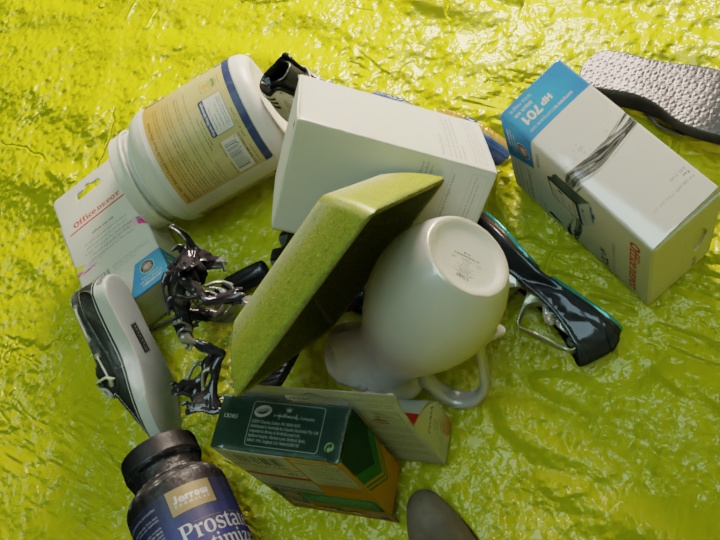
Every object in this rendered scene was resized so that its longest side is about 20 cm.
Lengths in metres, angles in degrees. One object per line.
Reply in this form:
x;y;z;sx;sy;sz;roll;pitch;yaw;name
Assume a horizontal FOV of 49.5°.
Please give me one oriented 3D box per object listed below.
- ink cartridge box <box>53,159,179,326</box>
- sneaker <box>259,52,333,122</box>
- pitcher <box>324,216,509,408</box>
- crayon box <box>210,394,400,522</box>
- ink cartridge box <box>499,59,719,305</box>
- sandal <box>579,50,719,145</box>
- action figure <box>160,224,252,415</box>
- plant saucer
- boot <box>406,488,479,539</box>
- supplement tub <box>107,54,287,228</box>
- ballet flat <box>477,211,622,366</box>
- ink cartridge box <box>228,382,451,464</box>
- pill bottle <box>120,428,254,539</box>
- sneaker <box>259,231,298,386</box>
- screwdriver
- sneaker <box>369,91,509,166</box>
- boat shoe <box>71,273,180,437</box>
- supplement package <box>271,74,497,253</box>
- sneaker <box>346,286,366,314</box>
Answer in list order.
-0.300;-0.031;0.985;0.114;0.068;0.202;-34;62;6;ink cartridge box
-0.035;-0.176;0.856;0.197;0.115;0.077;21;89;33;sneaker
0.074;0.053;0.725;0.168;0.201;0.123;23;49;-10;pitcher
-0.040;0.180;0.735;0.123;0.201;0.053;2;60;21;crayon box
0.237;-0.083;0.757;0.085;0.147;0.201;-39;61;0;ink cartridge box
0.326;-0.183;0.829;0.076;0.043;0.199;-47;52;-9;sandal
-0.169;0.050;0.870;0.118;0.100;0.206;1;95;64;action figure
-0.027;-0.006;0.674;0.048;0.199;0.201;41;114;8;plant saucer
0.075;0.278;0.678;0.069;0.146;0.202;-32;62;7;boot
-0.189;-0.152;0.947;0.197;0.145;0.147;-27;63;8;supplement tub
0.170;0.021;0.789;0.073;0.073;0.200;-45;64;-1;ballet flat
-0.012;0.128;0.738;0.158;0.201;0.051;1;60;21;ink cartridge box
-0.171;0.271;0.794;0.111;0.112;0.202;-35;62;4;pill bottle
-0.064;0.052;0.838;0.072;0.089;0.203;-7;50;28;sneaker
-0.195;0.038;0.949;0.197;0.028;0.029;-25;33;18;screwdriver
0.077;-0.136;0.891;0.197;0.075;0.090;21;88;34;sneaker
-0.270;0.109;0.888;0.067;0.074;0.203;-23;97;14;boat shoe
0.018;-0.097;0.781;0.195;0.119;0.118;13;33;-11;supplement package
0.000;0.000;0.855;0.086;0.080;0.201;-39;60;4;sneaker
